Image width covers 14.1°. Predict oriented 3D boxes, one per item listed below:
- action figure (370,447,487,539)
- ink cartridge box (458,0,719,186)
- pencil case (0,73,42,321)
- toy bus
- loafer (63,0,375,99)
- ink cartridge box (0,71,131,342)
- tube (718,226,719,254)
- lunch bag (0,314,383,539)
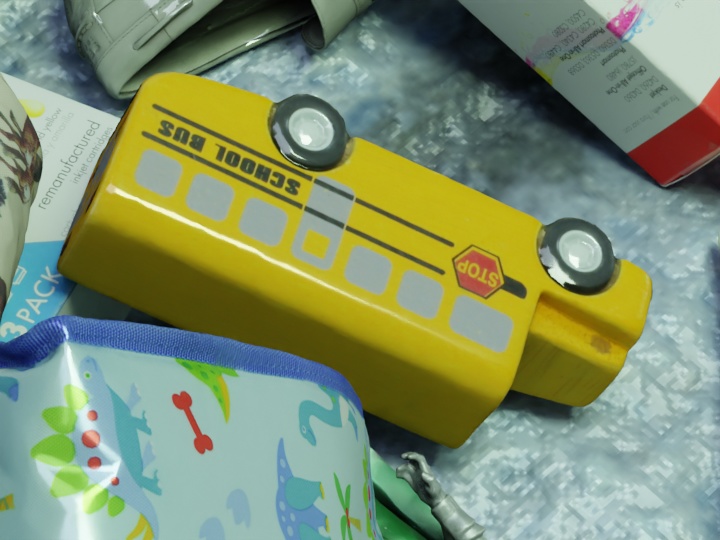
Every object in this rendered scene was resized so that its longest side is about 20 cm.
[{"bbox_3d":[0.004,0.105,1.013,0.199,0.055,0.118,31,60,16],"label":"action figure"},{"bbox_3d":[0.116,-0.118,1.117,0.200,0.067,0.116,42,64,-7],"label":"ink cartridge box"},{"bbox_3d":[-0.156,0.022,0.952,0.077,0.090,0.201,23,43,-17],"label":"pencil case"},{"bbox_3d":[0.000,0.000,1.032,0.199,0.065,0.079,24,56,-9],"label":"toy bus"},{"bbox_3d":[-0.018,-0.120,1.153,0.199,0.070,0.070,-20,65,-4],"label":"loafer"},{"bbox_3d":[-0.183,-0.024,1.090,0.199,0.068,0.116,21,59,15],"label":"ink cartridge box"},{"bbox_3d":[0.163,0.066,1.037,0.058,0.052,0.201,31,48,-28],"label":"tube"},{"bbox_3d":[-0.055,0.112,0.858,0.127,0.199,0.171,-14,75,36],"label":"lunch bag"}]
